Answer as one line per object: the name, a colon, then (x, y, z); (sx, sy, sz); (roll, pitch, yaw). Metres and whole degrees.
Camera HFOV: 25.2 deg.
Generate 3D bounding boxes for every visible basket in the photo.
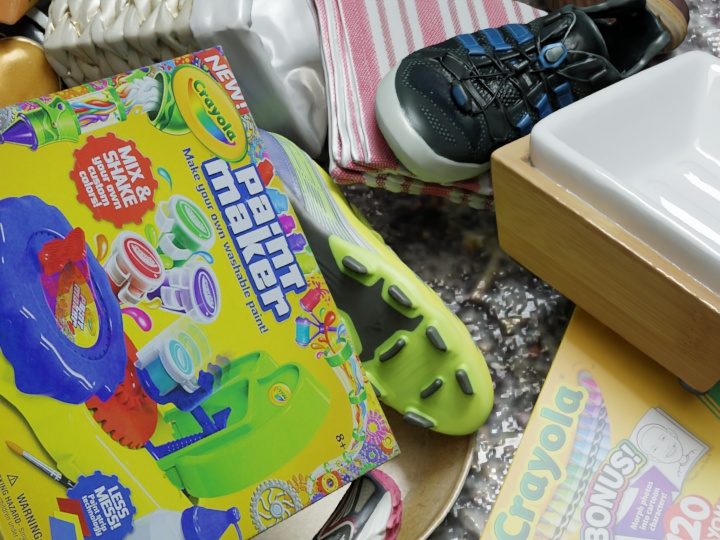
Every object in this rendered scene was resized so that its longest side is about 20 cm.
basket: (-0.088, -0.169, 0.901); (0.122, 0.136, 0.201); (-6, 60, 17)

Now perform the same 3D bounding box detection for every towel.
towel: (0.058, -0.095, 0.883); (0.199, 0.030, 0.147); (11, 56, -34)

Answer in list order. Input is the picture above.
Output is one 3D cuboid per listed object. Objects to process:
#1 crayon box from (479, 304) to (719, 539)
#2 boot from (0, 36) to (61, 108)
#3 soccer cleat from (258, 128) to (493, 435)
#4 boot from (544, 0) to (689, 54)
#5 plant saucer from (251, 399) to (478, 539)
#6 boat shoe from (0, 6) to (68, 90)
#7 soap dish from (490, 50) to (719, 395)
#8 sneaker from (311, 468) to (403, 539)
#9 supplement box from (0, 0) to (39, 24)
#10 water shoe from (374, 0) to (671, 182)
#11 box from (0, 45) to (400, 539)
crayon box: (0.128, 0.122, 0.797); (0.118, 0.058, 0.201); (21, 64, 11)
boot: (-0.206, -0.022, 0.800); (0.070, 0.144, 0.202); (28, 93, -14)
soccer cleat: (0.000, -0.001, 0.823); (0.200, 0.065, 0.084); (44, 30, 10)
boot: (0.156, -0.235, 0.978); (0.200, 0.072, 0.166); (38, 71, 23)
plant saucer: (-0.039, 0.078, 0.836); (0.198, 0.036, 0.202); (0, 62, 0)
boat shoe: (-0.247, -0.142, 0.934); (0.199, 0.074, 0.060); (28, 66, 18)
soap dish: (0.174, -0.029, 0.822); (0.157, 0.082, 0.200); (37, 37, 23)
sneaker: (-0.058, 0.165, 0.736); (0.200, 0.081, 0.075); (-45, 80, -1)
supplement box: (-0.195, -0.196, 0.901); (0.068, 0.067, 0.200); (14, 22, -5)
water shoe: (0.085, -0.107, 0.834); (0.200, 0.079, 0.072); (-27, 81, -46)
box: (-0.121, 0.035, 0.695); (0.192, 0.122, 0.201); (-24, 90, -41)
